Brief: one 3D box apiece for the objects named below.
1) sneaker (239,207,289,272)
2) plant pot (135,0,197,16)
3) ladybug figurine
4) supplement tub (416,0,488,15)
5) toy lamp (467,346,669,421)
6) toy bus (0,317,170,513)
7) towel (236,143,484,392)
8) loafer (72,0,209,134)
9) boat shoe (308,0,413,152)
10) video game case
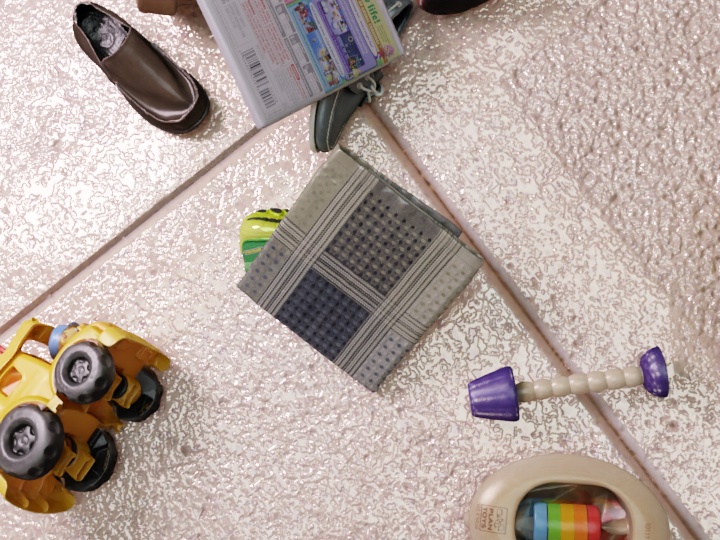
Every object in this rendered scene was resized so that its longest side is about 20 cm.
[{"bbox_3d":[-0.032,-0.010,1.038,0.196,0.074,0.085,13,116,1],"label":"sneaker"},{"bbox_3d":[-0.146,-0.370,1.052,0.171,0.200,0.204,5,82,-11],"label":"plant pot"},{"bbox_3d":[0.200,0.250,0.962,0.196,0.072,0.138,6,82,7],"label":"ladybug figurine"},{"bbox_3d":[0.087,-0.389,1.051,0.105,0.107,0.204,-15,81,4],"label":"supplement tub"},{"bbox_3d":[0.207,0.116,0.989,0.196,0.058,0.059,-11,81,5],"label":"toy lamp"},{"bbox_3d":[-0.327,0.120,1.027,0.191,0.136,0.201,35,85,26],"label":"toy bus"},{"bbox_3d":[0.000,0.000,0.987,0.192,0.035,0.201,37,114,-7],"label":"towel"},{"bbox_3d":[-0.253,-0.226,1.086,0.199,0.071,0.073,38,88,11],"label":"loafer"},{"bbox_3d":[0.000,-0.216,1.055,0.061,0.073,0.203,19,79,13],"label":"boat shoe"},{"bbox_3d":[-0.069,-0.273,0.989,0.180,0.022,0.202,-30,102,-18],"label":"video game case"}]
